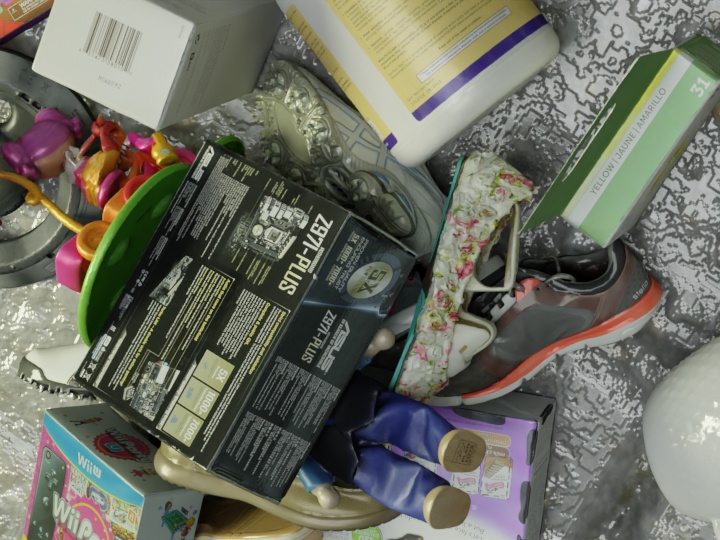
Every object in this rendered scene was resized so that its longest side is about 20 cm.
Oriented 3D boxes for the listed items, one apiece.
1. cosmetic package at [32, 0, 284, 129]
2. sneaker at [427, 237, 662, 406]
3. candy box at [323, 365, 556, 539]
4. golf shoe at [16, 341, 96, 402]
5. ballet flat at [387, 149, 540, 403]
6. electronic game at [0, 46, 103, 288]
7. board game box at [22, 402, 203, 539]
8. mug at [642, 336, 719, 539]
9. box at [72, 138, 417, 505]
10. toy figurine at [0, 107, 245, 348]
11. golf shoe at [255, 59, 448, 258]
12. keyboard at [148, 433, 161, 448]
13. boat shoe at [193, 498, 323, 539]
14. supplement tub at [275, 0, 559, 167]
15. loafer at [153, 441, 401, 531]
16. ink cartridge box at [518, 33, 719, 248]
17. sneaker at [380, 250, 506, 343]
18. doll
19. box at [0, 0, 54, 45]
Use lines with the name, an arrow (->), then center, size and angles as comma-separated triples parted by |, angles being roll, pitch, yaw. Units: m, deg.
cosmetic package -> -0.139, -0.172, 1.535 | 0.107, 0.200, 0.085 | 26, 107, 11
sneaker -> 0.115, 0.027, 1.559 | 0.199, 0.077, 0.082 | -25, 121, 9
candy box -> 0.052, 0.187, 1.628 | 0.166, 0.072, 0.202 | 9, 105, 15
golf shoe -> -0.165, 0.053, 1.649 | 0.198, 0.078, 0.095 | -1, 94, 2
ballet flat -> 0.073, 0.015, 1.509 | 0.063, 0.076, 0.202 | 19, 98, 10
electronic game -> -0.294, -0.080, 1.677 | 0.198, 0.042, 0.202 | 3, 113, 6
board game box -> -0.203, 0.227, 1.678 | 0.147, 0.064, 0.202 | 33, 116, 43
mug -> 0.295, 0.129, 1.484 | 0.174, 0.147, 0.202 | -20, 61, 29
box -> -0.082, 0.033, 1.499 | 0.163, 0.086, 0.201 | 27, 86, 42
toy figurine -> -0.214, -0.066, 1.583 | 0.183, 0.200, 0.151 | 29, 146, 18
golf shoe -> -0.001, -0.080, 1.586 | 0.200, 0.097, 0.079 | 53, 133, 27
keyboard -> -0.159, 0.051, 1.689 | 0.126, 0.021, 0.202 | 3, 102, 16
boat shoe -> -0.089, 0.216, 1.656 | 0.199, 0.074, 0.070 | -11, 110, 51
supplement tub -> 0.029, -0.191, 1.509 | 0.145, 0.145, 0.201 | -37, 90, 21
loafer -> -0.057, 0.139, 1.573 | 0.198, 0.076, 0.068 | 10, 107, 12
ink cartridge box -> 0.187, -0.084, 1.455 | 0.048, 0.200, 0.146 | 36, 110, 9
sneaker -> 0.000, 0.000, 1.599 | 0.199, 0.084, 0.122 | -26, 86, 5
doll -> -0.001, 0.106, 1.493 | 0.199, 0.048, 0.138 | 22, 100, 41
box -> -0.254, -0.266, 1.635 | 0.199, 0.039, 0.138 | -28, 93, 21
